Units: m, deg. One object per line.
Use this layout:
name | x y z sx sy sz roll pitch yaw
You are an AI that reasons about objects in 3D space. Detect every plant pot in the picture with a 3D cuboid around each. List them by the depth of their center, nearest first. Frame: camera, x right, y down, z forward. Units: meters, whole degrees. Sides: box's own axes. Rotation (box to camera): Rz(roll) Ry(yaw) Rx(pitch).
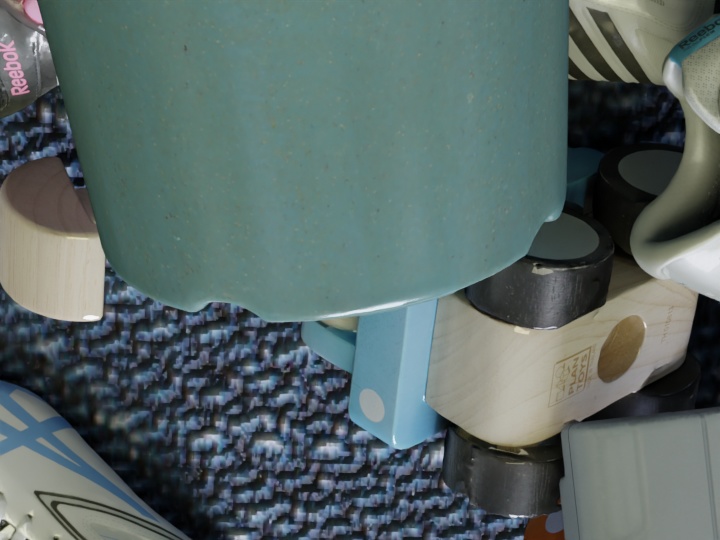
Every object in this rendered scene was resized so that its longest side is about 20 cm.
plant pot | -0.019 -0.103 0.790 0.199 0.200 0.197 -6 116 2

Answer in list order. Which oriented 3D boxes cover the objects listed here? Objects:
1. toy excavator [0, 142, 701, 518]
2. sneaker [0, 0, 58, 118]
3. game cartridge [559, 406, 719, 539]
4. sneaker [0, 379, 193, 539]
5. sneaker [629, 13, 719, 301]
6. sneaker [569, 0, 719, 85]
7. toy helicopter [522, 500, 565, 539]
toy excavator | 0.000 0.000 0.924 0.194 0.200 0.100 -24 130 -40
sneaker | -0.161 -0.124 0.864 0.095 0.079 0.200 -33 115 29
game cartridge | 0.167 0.107 0.893 0.199 0.042 0.134 -6 85 -20
sneaker | -0.120 0.103 0.992 0.200 0.073 0.072 37 115 -19
sneaker | 0.143 -0.073 0.822 0.086 0.075 0.201 12 110 -24
sneaker | 0.080 -0.143 0.849 0.115 0.076 0.201 -8 123 1
toy helicopter | 0.118 0.146 0.946 0.132 0.200 0.079 -28 119 37
